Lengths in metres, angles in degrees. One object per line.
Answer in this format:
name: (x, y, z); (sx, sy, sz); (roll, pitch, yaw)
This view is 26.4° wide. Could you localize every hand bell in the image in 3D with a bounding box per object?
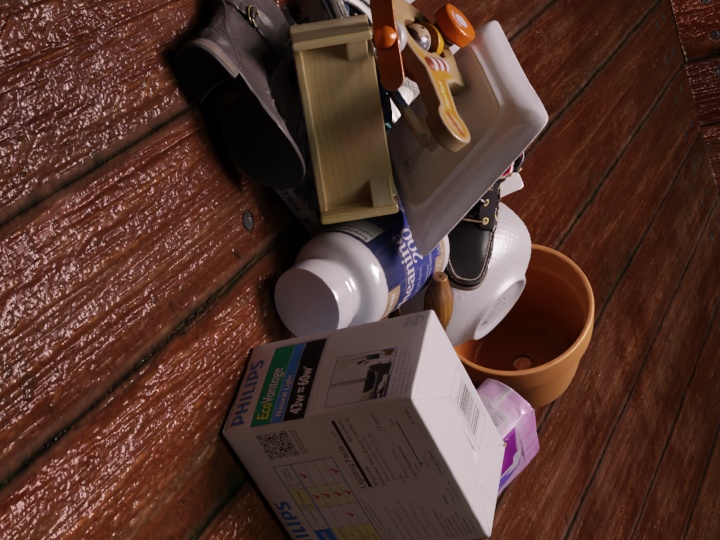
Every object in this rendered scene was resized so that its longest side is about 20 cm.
hand bell: (0.084, 0.081, 1.704); (0.104, 0.104, 0.200); (-69, 166, -48)

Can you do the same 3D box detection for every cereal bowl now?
cereal bowl: (0.134, 0.019, 1.811); (0.083, 0.200, 0.200); (40, 19, 17)

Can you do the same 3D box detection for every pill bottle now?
pill bottle: (0.000, 0.000, 1.620); (0.200, 0.111, 0.111); (-34, 111, -49)

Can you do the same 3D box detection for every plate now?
plate: (0.094, -0.144, 1.594); (0.032, 0.200, 0.200); (26, 29, -32)

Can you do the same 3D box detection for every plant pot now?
plant pot: (0.201, 0.084, 1.959); (0.140, 0.200, 0.200); (73, 20, -53)

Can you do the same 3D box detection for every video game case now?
video game case: (-0.062, -0.153, 1.677); (0.182, 0.022, 0.200); (53, 35, -43)

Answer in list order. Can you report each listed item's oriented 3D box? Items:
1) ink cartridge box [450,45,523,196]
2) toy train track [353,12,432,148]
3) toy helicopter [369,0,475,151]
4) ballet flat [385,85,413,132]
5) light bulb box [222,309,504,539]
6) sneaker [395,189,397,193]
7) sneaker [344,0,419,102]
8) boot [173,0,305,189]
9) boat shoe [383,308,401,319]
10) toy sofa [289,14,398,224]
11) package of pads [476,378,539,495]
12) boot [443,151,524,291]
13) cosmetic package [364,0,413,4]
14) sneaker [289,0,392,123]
ink cartridge box: (0.106, -0.156, 1.844); (0.067, 0.117, 0.200); (72, -6, -76)
toy train track: (0.038, -0.206, 1.633); (0.115, 0.033, 0.200); (73, -9, -51)
toy helicopter: (0.063, -0.200, 1.526); (0.132, 0.079, 0.200); (29, 34, -42)
ballet flat: (0.053, -0.169, 1.756); (0.200, 0.069, 0.069); (40, 39, -17)
light bulb box: (0.008, 0.164, 1.484); (0.198, 0.200, 0.125); (62, 29, -33)
sneaker: (0.036, -0.050, 1.764); (0.200, 0.074, 0.116); (61, 28, -50)
sneaker: (0.008, -0.247, 1.758); (0.200, 0.076, 0.088); (45, 17, -20)
boot: (-0.098, -0.199, 1.548); (0.200, 0.069, 0.174); (56, 32, -23)
boat shoe: (0.017, 0.123, 1.669); (0.076, 0.074, 0.200); (21, 61, -61)
toy sofa: (-0.017, -0.155, 1.561); (0.098, 0.083, 0.200); (-99, 180, -69)
package of pads: (0.107, 0.223, 1.690); (0.200, 0.076, 0.121); (-44, 150, -18)
boot: (0.128, -0.089, 1.663); (0.151, 0.073, 0.200); (122, -23, -75)
cosmetic package: (-0.001, -0.401, 1.758); (0.113, 0.081, 0.200); (18, 43, -61)
sneaker: (-0.042, -0.234, 1.631); (0.200, 0.085, 0.077); (64, -7, 6)
